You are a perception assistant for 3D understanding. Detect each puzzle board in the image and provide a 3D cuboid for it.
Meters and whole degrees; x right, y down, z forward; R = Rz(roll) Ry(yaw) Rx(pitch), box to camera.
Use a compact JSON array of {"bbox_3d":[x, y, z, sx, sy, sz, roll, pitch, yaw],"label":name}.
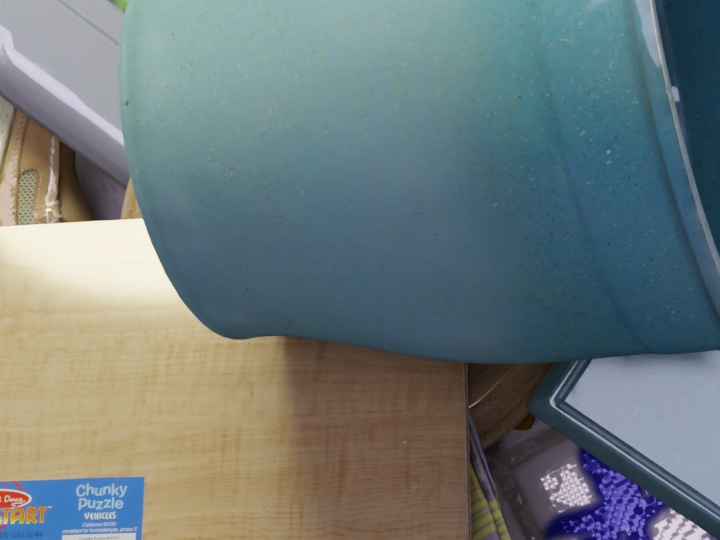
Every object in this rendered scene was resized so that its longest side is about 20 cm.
[{"bbox_3d":[-0.061,0.050,0.857,0.200,0.017,0.151,-3,65,6],"label":"puzzle board"}]

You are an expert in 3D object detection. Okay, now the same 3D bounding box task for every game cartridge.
[{"bbox_3d":[-0.068,-0.136,0.963,0.133,0.040,0.200,37,80,-2],"label":"game cartridge"}]

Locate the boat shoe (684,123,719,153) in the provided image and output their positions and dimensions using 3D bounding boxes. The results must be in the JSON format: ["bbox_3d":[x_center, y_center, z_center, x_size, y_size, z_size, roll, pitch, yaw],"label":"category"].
[{"bbox_3d":[0.206,-0.042,0.859,0.200,0.063,0.073,-4,90,20],"label":"boat shoe"}]

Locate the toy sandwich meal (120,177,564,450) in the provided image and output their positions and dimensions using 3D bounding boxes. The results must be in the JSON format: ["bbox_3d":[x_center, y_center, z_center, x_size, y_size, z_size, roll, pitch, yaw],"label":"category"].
[{"bbox_3d":[0.000,0.000,0.923,0.205,0.070,0.206,-1,81,4],"label":"toy sandwich meal"}]

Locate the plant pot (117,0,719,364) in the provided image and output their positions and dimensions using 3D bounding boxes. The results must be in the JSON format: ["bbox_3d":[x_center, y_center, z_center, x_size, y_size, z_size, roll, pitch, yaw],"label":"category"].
[{"bbox_3d":[0.029,-0.055,0.790,0.188,0.200,0.200,-11,76,18],"label":"plant pot"}]

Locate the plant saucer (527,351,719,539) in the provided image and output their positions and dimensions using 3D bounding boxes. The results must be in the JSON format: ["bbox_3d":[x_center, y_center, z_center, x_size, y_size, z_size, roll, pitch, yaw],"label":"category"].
[{"bbox_3d":[0.160,0.077,0.860,0.200,0.019,0.070,34,93,10],"label":"plant saucer"}]

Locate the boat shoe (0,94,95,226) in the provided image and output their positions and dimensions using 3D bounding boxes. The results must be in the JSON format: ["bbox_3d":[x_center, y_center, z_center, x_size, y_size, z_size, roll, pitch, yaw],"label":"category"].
[{"bbox_3d":[-0.127,0.004,0.986,0.076,0.072,0.200,5,87,6],"label":"boat shoe"}]

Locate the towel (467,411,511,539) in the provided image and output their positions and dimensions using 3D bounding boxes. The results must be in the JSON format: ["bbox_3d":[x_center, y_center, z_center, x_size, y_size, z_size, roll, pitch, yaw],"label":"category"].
[{"bbox_3d":[-0.034,0.129,0.838,0.200,0.023,0.144,-17,63,1],"label":"towel"}]
